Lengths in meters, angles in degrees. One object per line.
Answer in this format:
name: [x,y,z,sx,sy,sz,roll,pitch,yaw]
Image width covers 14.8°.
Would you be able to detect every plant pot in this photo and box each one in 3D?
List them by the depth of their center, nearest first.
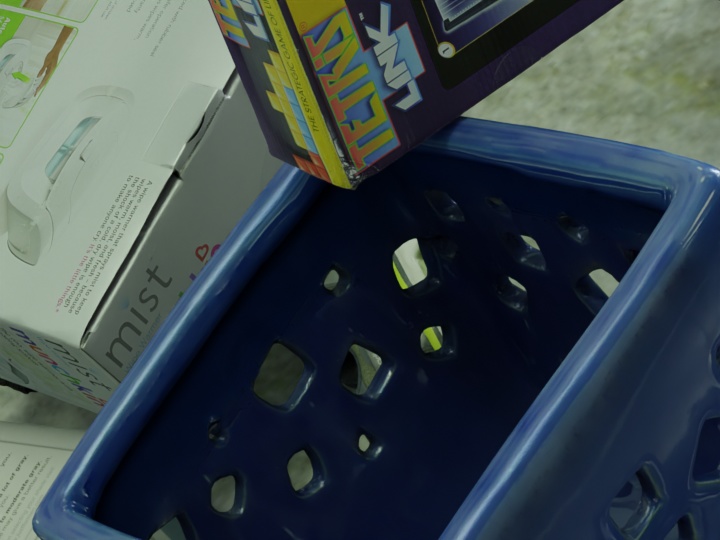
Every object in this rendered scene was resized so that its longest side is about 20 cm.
plant pot: [0.044,0.079,0.953,0.200,0.180,0.200,14,62,48]

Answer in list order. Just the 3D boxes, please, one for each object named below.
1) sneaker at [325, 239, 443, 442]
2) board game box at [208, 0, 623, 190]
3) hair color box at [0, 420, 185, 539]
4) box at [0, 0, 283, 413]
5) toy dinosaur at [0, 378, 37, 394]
sneaker: [0.000,0.000,1.169,0.081,0.074,0.200,-40,34,6]
board game box: [0.013,-0.155,0.927,0.165,0.200,0.057,-34,33,-20]
hair color box: [-0.168,0.121,1.202,0.200,0.061,0.099,3,54,43]
box: [-0.106,-0.052,1.163,0.176,0.097,0.200,16,69,37]
toy dinosaur: [-0.162,0.034,1.265,0.088,0.048,0.200,15,30,41]
